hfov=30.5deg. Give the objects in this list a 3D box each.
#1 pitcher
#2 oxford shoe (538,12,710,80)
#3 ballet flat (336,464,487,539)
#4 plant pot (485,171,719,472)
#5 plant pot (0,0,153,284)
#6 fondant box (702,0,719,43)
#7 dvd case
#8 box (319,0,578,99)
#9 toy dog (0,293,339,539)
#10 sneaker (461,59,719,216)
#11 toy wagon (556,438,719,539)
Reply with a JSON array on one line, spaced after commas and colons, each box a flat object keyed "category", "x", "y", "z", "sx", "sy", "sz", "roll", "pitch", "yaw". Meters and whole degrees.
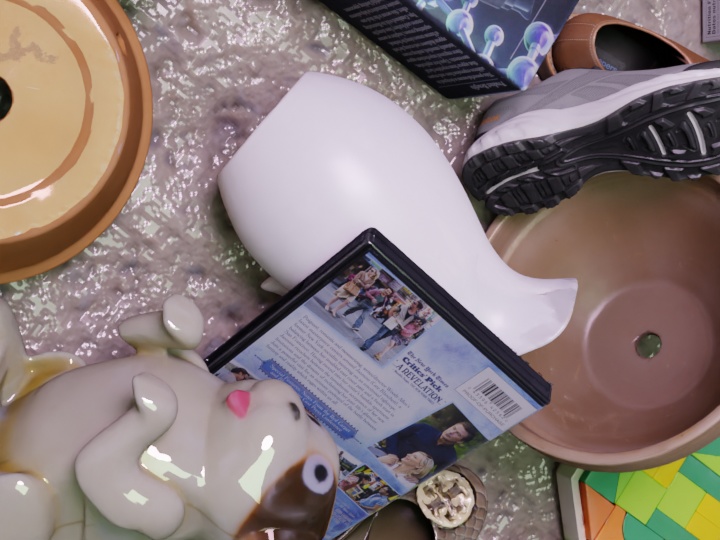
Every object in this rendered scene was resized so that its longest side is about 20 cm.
[{"category": "pitcher", "x": 0.000, "y": 0.000, "z": 0.772, "sx": 0.200, "sy": 0.121, "sz": 0.172, "roll": 42, "pitch": 109, "yaw": -7}, {"category": "oxford shoe", "x": 0.211, "y": -0.110, "z": 0.862, "sx": 0.198, "sy": 0.071, "sz": 0.072, "roll": 19, "pitch": 87, "yaw": -22}, {"category": "ballet flat", "x": -0.003, "y": 0.188, "z": 0.813, "sx": 0.199, "sy": 0.046, "sz": 0.067, "roll": -35, "pitch": 63, "yaw": -10}, {"category": "plant pot", "x": 0.168, "y": 0.033, "z": 0.823, "sx": 0.202, "sy": 0.200, "sz": 0.093, "roll": -58, "pitch": 146, "yaw": -6}, {"category": "plant pot", "x": -0.198, "y": -0.086, "z": 0.681, "sx": 0.198, "sy": 0.140, "sz": 0.202, "roll": -2, "pitch": 96, "yaw": -18}, {"category": "fondant box", "x": 0.330, "y": -0.178, "z": 0.829, "sx": 0.143, "sy": 0.200, "sz": 0.059, "roll": -4, "pitch": 98, "yaw": -19}, {"category": "dvd case", "x": -0.010, "y": 0.074, "z": 0.757, "sx": 0.142, "sy": 0.018, "sz": 0.200, "roll": 41, "pitch": 125, "yaw": -17}, {"category": "box", "x": 0.037, "y": -0.217, "z": 0.770, "sx": 0.199, "sy": 0.107, "sz": 0.149, "roll": 34, "pitch": 83, "yaw": -20}, {"category": "toy dog", "x": -0.110, "y": 0.111, "z": 0.706, "sx": 0.198, "sy": 0.140, "sz": 0.196, "roll": -1, "pitch": 116, "yaw": 5}, {"category": "sneaker", "x": 0.156, "y": -0.096, "z": 0.791, "sx": 0.074, "sy": 0.198, "sz": 0.080, "roll": 57, "pitch": 34, "yaw": -40}, {"category": "toy wagon", "x": 0.189, "y": 0.141, "z": 0.891, "sx": 0.199, "sy": 0.040, "sz": 0.156, "roll": 36, "pitch": 82, "yaw": -19}]
